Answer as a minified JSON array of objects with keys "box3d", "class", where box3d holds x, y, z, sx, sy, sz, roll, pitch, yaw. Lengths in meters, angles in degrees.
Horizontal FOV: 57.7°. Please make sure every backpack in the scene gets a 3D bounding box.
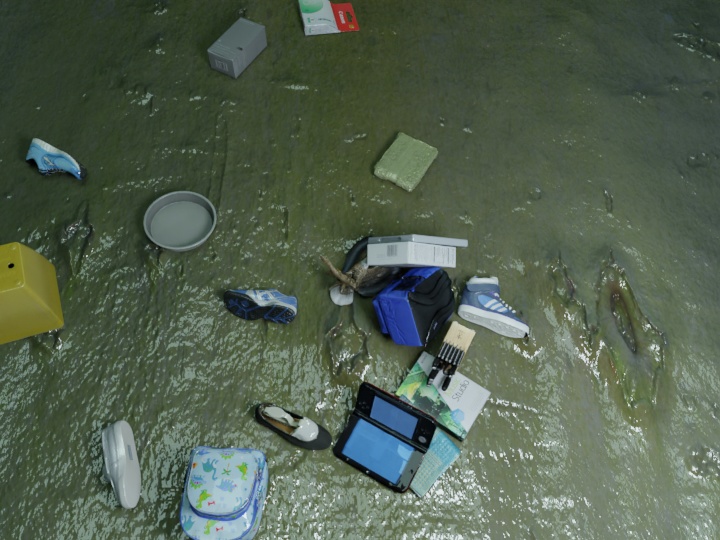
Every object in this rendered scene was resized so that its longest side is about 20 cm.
[{"box3d":[-0.299,0.487,1.414,0.182,0.147,0.200,5,61,0],"class":"backpack"},{"box3d":[0.140,0.076,1.683,0.168,0.163,0.200,7,31,41],"class":"backpack"}]

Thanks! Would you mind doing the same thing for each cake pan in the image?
[{"box3d":[-0.505,-0.135,1.838,0.200,0.037,0.201,2,59,-3],"class":"cake pan"}]

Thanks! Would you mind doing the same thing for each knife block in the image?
[{"box3d":[0.224,0.218,1.648,0.064,0.200,0.176,27,90,9],"class":"knife block"}]

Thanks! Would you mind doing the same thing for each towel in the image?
[{"box3d":[0.142,-0.336,2.021,0.148,0.037,0.200,27,59,10],"class":"towel"},{"box3d":[0.122,0.414,1.553,0.147,0.022,0.200,-43,69,-12],"class":"towel"}]

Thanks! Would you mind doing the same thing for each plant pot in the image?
[{"box3d":[-0.876,0.044,1.615,0.199,0.177,0.200,-16,61,-14],"class":"plant pot"}]

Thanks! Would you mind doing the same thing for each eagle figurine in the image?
[{"box3d":[0.005,-0.002,1.771,0.200,0.151,0.152,-27,106,-52],"class":"eagle figurine"}]

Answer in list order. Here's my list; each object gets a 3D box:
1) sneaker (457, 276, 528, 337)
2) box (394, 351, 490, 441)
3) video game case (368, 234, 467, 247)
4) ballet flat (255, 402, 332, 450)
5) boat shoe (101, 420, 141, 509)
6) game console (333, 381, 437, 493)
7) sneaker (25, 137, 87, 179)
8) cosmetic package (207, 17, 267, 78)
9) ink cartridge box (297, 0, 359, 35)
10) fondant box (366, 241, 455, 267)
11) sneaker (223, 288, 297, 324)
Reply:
[{"box3d":[0.371,0.084,1.757,0.200,0.081,0.147,19,63,13],"class":"sneaker"},{"box3d":[0.204,0.311,1.630,0.200,0.036,0.144,30,61,15],"class":"box"},{"box3d":[0.153,-0.076,1.747,0.200,0.182,0.022,4,87,-38],"class":"video game case"},{"box3d":[-0.161,0.367,1.544,0.200,0.068,0.068,20,59,7],"class":"ballet flat"},{"box3d":[-0.548,0.440,1.470,0.068,0.072,0.200,-22,68,7],"class":"boat shoe"},{"box3d":[0.054,0.383,1.503,0.200,0.173,0.119,26,45,16],"class":"game console"},{"box3d":[-0.885,-0.304,1.901,0.200,0.078,0.090,25,79,14],"class":"sneaker"},{"box3d":[-0.410,-0.749,2.194,0.107,0.090,0.200,23,63,12],"class":"cosmetic package"},{"box3d":[-0.115,-0.923,2.350,0.199,0.050,0.161,-9,60,-8],"class":"ink cartridge box"},{"box3d":[0.134,-0.038,1.712,0.200,0.144,0.058,5,85,-46],"class":"fondant box"},{"box3d":[-0.261,0.086,1.716,0.199,0.076,0.077,14,36,3],"class":"sneaker"}]
